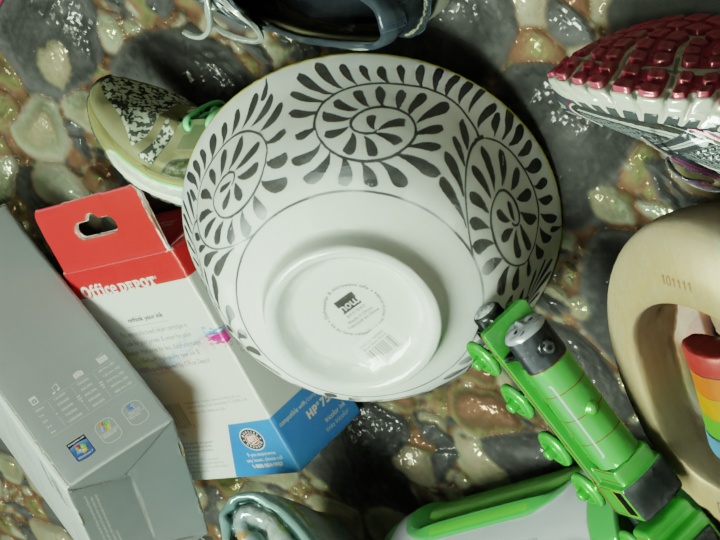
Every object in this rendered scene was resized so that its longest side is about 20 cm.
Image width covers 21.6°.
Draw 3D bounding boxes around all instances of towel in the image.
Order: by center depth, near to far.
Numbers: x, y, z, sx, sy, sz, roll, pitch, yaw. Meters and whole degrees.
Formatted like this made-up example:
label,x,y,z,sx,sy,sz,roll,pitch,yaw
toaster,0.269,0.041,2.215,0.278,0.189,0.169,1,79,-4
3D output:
label,x,y,z,sx,sy,sz,roll,pitch,yaw
towel,0.003,0.221,1.123,0.200,0.048,0.171,53,-178,20

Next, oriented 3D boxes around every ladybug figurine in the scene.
label,x,y,z,sx,sy,sz,roll,pitch,yaw
ladybug figurine,0.189,0.048,0.896,0.136,0.072,0.200,17,136,43

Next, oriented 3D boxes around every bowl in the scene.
label,x,y,z,sx,sy,sz,roll,pitch,yaw
bowl,0.000,0.000,0.951,0.201,0.094,0.201,4,124,5

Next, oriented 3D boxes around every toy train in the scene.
label,x,y,z,sx,sy,sz,roll,pitch,yaw
toy train,0.124,0.094,0.928,0.200,0.042,0.056,51,166,-15

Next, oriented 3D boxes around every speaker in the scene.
label,x,y,z,sx,sy,sz,roll,pitch,yaw
speaker,0.098,0.158,1.062,0.200,0.088,0.088,-24,104,48

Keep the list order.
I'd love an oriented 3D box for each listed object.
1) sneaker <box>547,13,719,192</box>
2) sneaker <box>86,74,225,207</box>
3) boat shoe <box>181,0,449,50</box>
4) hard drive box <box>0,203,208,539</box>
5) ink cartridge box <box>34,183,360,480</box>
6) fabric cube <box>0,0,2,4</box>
label,x,y,z,sx,sy,sz,roll,pitch,yaw
sneaker,0.167,-0.057,0.822,0.200,0.081,0.075,22,133,37
sneaker,-0.058,-0.073,1.038,0.200,0.077,0.089,27,126,13
boat shoe,-0.050,-0.152,0.964,0.200,0.062,0.075,21,135,29
hard drive box,-0.190,0.082,1.188,0.200,0.077,0.156,48,161,28
ink cartridge box,-0.100,0.027,1.145,0.116,0.067,0.200,-10,114,47
fabric cube,-0.365,-0.159,1.133,0.199,0.196,0.200,46,140,2
